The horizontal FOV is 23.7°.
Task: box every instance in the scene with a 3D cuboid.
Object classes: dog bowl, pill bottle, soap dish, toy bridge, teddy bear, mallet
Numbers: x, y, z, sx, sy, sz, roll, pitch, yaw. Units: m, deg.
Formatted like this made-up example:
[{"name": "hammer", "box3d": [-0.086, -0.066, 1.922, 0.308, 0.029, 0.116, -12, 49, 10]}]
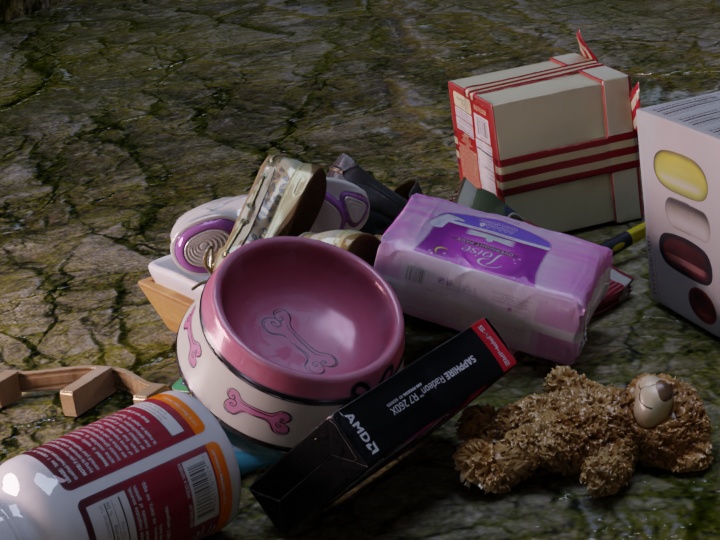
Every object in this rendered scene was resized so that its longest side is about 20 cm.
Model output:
[{"name": "dog bowl", "box3d": [-0.051, 0.053, 1.434, 0.199, 0.074, 0.201, 11, 42, -10]}, {"name": "pill bottle", "box3d": [-0.194, 0.171, 1.238, 0.199, 0.114, 0.113, -22, 22, -36]}, {"name": "soap dish", "box3d": [-0.099, 0.015, 1.717, 0.199, 0.082, 0.157, -19, 21, -30]}, {"name": "toy bridge", "box3d": [-0.250, 0.110, 1.587, 0.199, 0.027, 0.067, 2, 20, 30]}, {"name": "teddy bear", "box3d": [0.165, 0.118, 1.303, 0.199, 0.067, 0.145, -2, 22, 24]}, {"name": "mallet", "box3d": [0.282, -0.027, 1.752, 0.200, 0.066, 0.041, -34, 26, -22]}]

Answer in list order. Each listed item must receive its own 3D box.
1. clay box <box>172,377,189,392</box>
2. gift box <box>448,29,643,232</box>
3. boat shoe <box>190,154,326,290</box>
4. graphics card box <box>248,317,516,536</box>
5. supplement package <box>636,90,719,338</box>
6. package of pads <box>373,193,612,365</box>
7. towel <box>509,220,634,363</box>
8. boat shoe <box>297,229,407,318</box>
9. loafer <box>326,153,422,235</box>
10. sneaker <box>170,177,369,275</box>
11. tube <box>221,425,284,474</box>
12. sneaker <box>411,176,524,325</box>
[{"name": "clay box", "box3d": [-0.066, 0.088, 1.534, 0.114, 0.048, 0.200, 4, 23, 35]}, {"name": "gift box", "box3d": [0.215, -0.151, 1.896, 0.186, 0.201, 0.185, -11, 23, -12]}, {"name": "boat shoe", "box3d": [-0.100, -0.019, 1.575, 0.062, 0.073, 0.201, 21, 61, 19]}, {"name": "graphics card box", "box3d": [0.019, 0.117, 1.306, 0.200, 0.051, 0.125, -27, -12, -47]}, {"name": "supplement package", "box3d": [0.358, -0.051, 1.521, 0.146, 0.193, 0.200, -13, 18, -15]}, {"name": "package of pads", "box3d": [0.118, 0.006, 1.530, 0.199, 0.076, 0.121, 17, 31, 12]}, {"name": "towel", "box3d": [0.148, 0.017, 1.615, 0.144, 0.023, 0.199, 32, 38, 31]}, {"name": "boat shoe", "box3d": [-0.001, 0.002, 1.608, 0.063, 0.074, 0.200, 12, -4, 23]}, {"name": "loafer", "box3d": [0.049, -0.060, 1.778, 0.199, 0.073, 0.073, 18, 0, -30]}, {"name": "sneaker", "box3d": [-0.091, -0.056, 1.672, 0.199, 0.075, 0.100, -12, 20, -7]}, {"name": "tube", "box3d": [-0.161, 0.158, 1.368, 0.199, 0.051, 0.078, -20, 62, -34]}, {"name": "sneaker", "box3d": [0.116, -0.010, 1.707, 0.089, 0.067, 0.201, 27, 42, -5]}]
